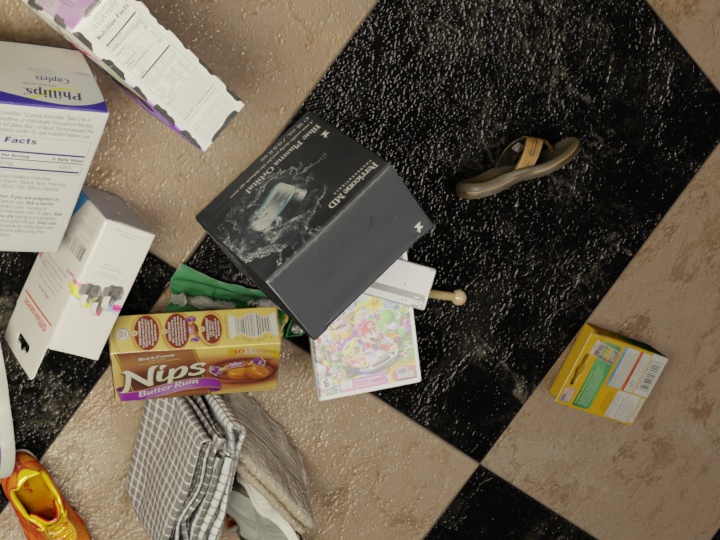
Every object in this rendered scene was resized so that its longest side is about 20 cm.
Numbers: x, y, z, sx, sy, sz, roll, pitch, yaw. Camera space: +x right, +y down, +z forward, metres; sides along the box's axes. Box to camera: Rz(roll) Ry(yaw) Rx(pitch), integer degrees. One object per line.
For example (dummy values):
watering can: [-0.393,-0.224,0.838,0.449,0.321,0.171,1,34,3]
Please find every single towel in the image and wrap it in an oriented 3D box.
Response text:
towel: [-0.121,0.244,1.690,0.034,0.133,0.200,-28,131,11]
towel: [-0.221,0.244,1.602,0.085,0.166,0.202,6,110,-29]

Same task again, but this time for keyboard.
keyboard: [0.000,0.000,1.664,0.198,0.011,0.057,15,90,-17]

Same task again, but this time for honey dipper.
honey dipper: [0.069,0.028,1.762,0.199,0.038,0.038,9,109,-36]

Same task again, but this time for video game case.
video game case: [0.000,0.060,1.687,0.142,0.018,0.202,-10,101,-13]

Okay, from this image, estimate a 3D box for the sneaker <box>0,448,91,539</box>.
sneaker: [-0.383,0.306,1.583,0.073,0.077,0.201,-37,131,-14]

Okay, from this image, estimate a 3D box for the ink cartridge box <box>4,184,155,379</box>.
ink cartridge box: [-0.317,0.018,1.448,0.067,0.115,0.201,19,103,-38]

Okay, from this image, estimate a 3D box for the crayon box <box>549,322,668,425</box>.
crayon box: [0.381,0.161,2.037,0.199,0.052,0.127,19,103,-40]

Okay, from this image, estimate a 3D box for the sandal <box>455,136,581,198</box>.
sandal: [0.213,-0.150,1.756,0.198,0.082,0.055,-21,102,-16]

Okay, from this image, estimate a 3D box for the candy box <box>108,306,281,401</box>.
candy box: [-0.197,0.099,1.542,0.198,0.057,0.117,-4,147,-11]

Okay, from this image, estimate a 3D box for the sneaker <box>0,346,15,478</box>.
sneaker: [-0.469,0.157,1.451,0.145,0.081,0.202,-9,122,-21]

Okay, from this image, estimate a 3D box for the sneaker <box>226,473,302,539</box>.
sneaker: [-0.135,0.350,1.784,0.079,0.074,0.201,-34,123,-2]

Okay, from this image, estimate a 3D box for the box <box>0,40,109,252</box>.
box: [-0.376,-0.124,1.301,0.183,0.105,0.201,1,135,-34]

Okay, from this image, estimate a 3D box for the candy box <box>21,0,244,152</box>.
candy box: [-0.238,-0.229,1.335,0.072,0.168,0.200,-50,130,-3]

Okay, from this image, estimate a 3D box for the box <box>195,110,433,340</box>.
box: [-0.057,-0.058,1.528,0.197,0.200,0.118,-44,130,-7]

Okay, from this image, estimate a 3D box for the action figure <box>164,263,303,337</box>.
action figure: [-0.151,0.061,1.626,0.199,0.055,0.119,7,111,-39]
